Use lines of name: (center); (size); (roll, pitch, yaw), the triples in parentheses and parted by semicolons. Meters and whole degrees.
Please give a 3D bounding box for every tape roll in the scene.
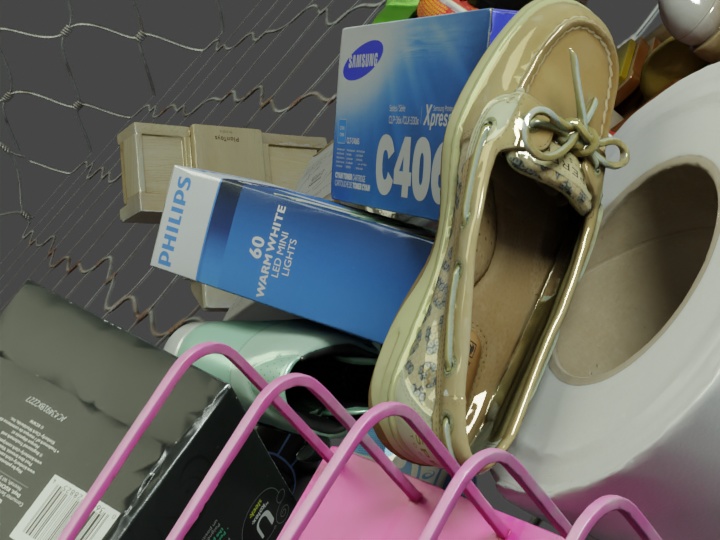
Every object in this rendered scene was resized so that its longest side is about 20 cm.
tape roll: (0.134, 0.017, 0.596); (0.203, 0.070, 0.203); (-49, 21, 26)

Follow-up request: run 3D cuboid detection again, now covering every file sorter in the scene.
file sorter: (0.002, 0.125, 0.511); (0.198, 0.126, 0.140); (16, 66, 41)

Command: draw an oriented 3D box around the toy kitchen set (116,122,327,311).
toy kitchen set: (-0.148, -0.027, 1.369); (0.180, 0.198, 0.166); (-23, 70, 54)

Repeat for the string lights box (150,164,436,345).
string lights box: (0.000, 0.000, 0.773); (0.102, 0.198, 0.060); (6, -80, -62)

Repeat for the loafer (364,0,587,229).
loafer: (0.077, -0.098, 0.855); (0.071, 0.063, 0.201); (28, 84, 34)

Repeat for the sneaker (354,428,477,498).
sneaker: (0.017, 0.103, 0.721); (0.073, 0.071, 0.200); (-64, 5, -15)

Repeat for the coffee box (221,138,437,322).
coffee box: (0.000, -0.005, 0.999); (0.079, 0.114, 0.201); (-34, 21, 37)

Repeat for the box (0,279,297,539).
box: (-0.124, 0.131, 0.769); (0.147, 0.201, 0.125); (24, 64, 30)

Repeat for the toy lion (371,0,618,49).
toy lion: (0.080, -0.123, 0.945); (0.068, 0.200, 0.193); (7, 59, 39)

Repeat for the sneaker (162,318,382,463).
sneaker: (0.001, 0.065, 0.809); (0.117, 0.199, 0.075); (8, 94, 47)

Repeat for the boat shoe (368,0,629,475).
boat shoe: (0.067, -0.015, 0.589); (0.062, 0.073, 0.203); (5, 76, 63)

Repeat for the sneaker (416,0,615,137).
sneaker: (0.080, -0.076, 0.773); (0.077, 0.073, 0.201); (-47, 56, 22)

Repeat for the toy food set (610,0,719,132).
toy food set: (0.156, -0.124, 0.830); (0.199, 0.060, 0.144); (-38, 18, 38)

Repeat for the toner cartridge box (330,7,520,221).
toner cartridge box: (0.038, -0.074, 0.720); (0.200, 0.043, 0.096); (-163, 77, -70)

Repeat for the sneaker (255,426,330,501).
sneaker: (-0.079, 0.162, 0.903); (0.201, 0.070, 0.078); (-54, 20, -1)
